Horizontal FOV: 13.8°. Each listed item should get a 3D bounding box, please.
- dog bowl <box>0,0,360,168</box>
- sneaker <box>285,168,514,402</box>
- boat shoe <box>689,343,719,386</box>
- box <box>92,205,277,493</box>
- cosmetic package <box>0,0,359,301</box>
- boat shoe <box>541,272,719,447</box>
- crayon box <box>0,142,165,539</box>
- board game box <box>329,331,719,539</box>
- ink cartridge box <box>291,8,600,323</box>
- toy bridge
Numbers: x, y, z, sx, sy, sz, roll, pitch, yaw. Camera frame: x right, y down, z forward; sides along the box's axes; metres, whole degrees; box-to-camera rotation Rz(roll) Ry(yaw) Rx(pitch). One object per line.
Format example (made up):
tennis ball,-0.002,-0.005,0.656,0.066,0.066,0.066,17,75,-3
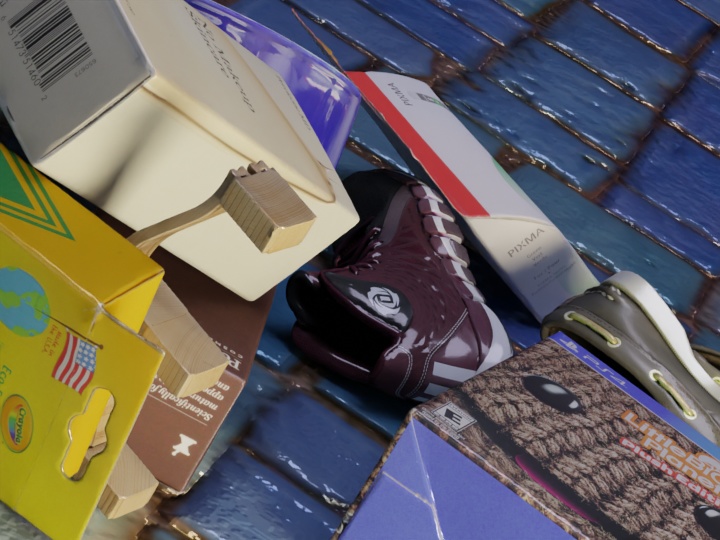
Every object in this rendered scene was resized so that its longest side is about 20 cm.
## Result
dog bowl,-0.104,-0.095,1.586,0.200,0.079,0.200,22,-6,2
sneaker,0.000,0.000,1.634,0.115,0.076,0.200,12,28,-34
boat shoe,0.246,0.083,1.794,0.202,0.060,0.072,9,30,-44
box,-0.101,0.019,1.453,0.100,0.075,0.200,29,23,-7
cosmetic package,-0.090,-0.071,1.361,0.200,0.073,0.104,32,25,-59
boat shoe,0.177,0.091,1.665,0.060,0.072,0.202,-23,61,-24
crayon box,-0.168,0.014,1.291,0.200,0.127,0.051,38,36,15
board game box,0.101,0.129,1.440,0.159,0.097,0.200,36,22,14
ink cartridge box,0.052,-0.072,1.786,0.161,0.050,0.200,51,-1,41
toy bridge,-0.087,0.024,1.290,0.027,0.200,0.067,-20,61,-45
